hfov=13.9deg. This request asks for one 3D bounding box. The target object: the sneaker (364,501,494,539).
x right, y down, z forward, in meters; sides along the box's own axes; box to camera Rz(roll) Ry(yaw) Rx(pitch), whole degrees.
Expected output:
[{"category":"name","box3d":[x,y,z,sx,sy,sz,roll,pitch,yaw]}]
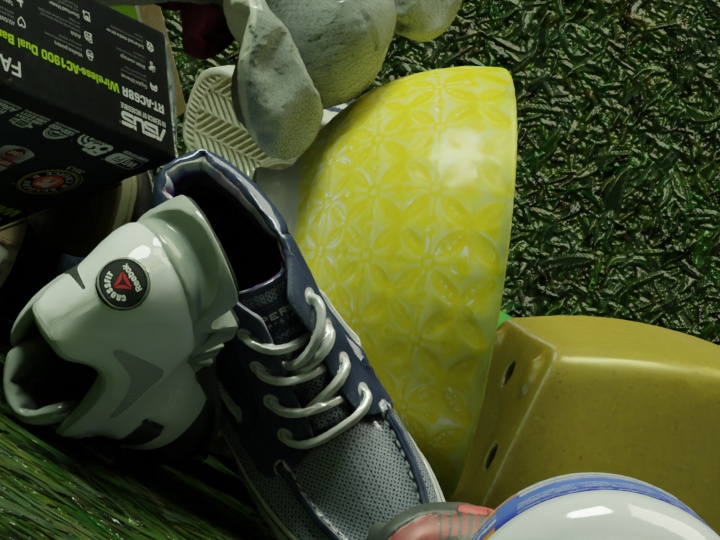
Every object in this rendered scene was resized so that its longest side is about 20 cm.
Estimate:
[{"category":"sneaker","box3d":[0.093,0.157,1.175,0.200,0.071,0.098,33,-2,-14]}]

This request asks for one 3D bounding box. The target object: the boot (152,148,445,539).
[{"category":"boot","box3d":[-0.029,0.046,1.212,0.200,0.073,0.090,53,-15,18]}]

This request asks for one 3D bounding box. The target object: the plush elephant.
[{"category":"plush elephant","box3d":[-0.047,-0.128,1.325,0.155,0.165,0.200,60,-35,-1]}]

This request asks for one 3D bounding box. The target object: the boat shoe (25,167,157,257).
[{"category":"boat shoe","box3d":[-0.121,-0.056,1.340,0.065,0.073,0.200,15,17,-27]}]

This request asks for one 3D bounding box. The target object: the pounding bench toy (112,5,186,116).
[{"category":"pounding bench toy","box3d":[-0.224,-0.113,1.519,0.156,0.200,0.124,31,-35,45]}]

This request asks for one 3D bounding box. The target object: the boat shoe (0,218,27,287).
[{"category":"boat shoe","box3d":[-0.240,-0.053,1.351,0.200,0.069,0.074,33,0,2]}]

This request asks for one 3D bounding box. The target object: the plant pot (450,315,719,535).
[{"category":"plant pot","box3d":[0.136,0.119,1.385,0.200,0.194,0.196,26,2,-11]}]

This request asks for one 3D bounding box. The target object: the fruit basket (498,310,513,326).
[{"category":"fruit basket","box3d":[-0.036,0.036,1.577,0.215,0.156,0.216,14,19,-5]}]

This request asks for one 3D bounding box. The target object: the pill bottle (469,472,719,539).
[{"category":"pill bottle","box3d":[0.083,0.129,1.020,0.112,0.112,0.200,32,0,3]}]

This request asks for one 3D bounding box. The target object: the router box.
[{"category":"router box","box3d":[-0.192,-0.073,1.191,0.150,0.062,0.200,-19,-24,30]}]

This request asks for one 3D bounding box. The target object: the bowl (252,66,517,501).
[{"category":"bowl","box3d":[0.000,0.000,1.333,0.108,0.200,0.200,8,3,-5]}]

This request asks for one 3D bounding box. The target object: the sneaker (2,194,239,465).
[{"category":"sneaker","box3d":[-0.104,0.036,1.182,0.074,0.088,0.200,58,-16,18]}]

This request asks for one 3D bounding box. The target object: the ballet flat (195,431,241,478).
[{"category":"ballet flat","box3d":[-0.058,0.064,1.376,0.070,0.065,0.200,29,-2,37]}]

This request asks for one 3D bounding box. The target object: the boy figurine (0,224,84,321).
[{"category":"boy figurine","box3d":[-0.154,0.004,1.465,0.124,0.064,0.200,14,-7,13]}]

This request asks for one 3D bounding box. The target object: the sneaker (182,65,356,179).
[{"category":"sneaker","box3d":[0.001,-0.048,1.515,0.200,0.075,0.084,39,25,33]}]
